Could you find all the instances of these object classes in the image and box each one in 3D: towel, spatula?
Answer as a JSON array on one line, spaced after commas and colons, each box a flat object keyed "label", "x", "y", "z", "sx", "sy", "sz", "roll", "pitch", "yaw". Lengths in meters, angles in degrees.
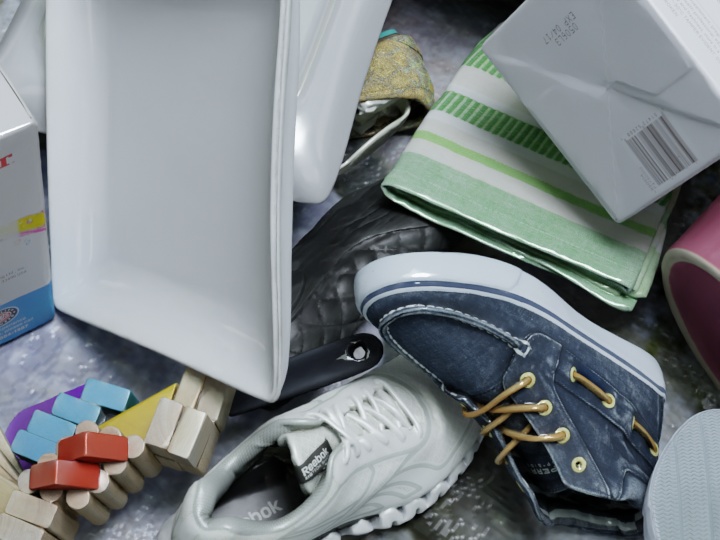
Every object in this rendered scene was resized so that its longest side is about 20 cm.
[{"label": "towel", "x": 0.115, "y": -0.071, "z": 0.876, "sx": 0.152, "sy": 0.023, "sz": 0.200, "roll": 25, "pitch": 45, "yaw": 7}, {"label": "spatula", "x": -0.084, "y": 0.068, "z": 0.756, "sx": 0.199, "sy": 0.021, "sz": 0.057, "roll": -18, "pitch": 68, "yaw": -3}]

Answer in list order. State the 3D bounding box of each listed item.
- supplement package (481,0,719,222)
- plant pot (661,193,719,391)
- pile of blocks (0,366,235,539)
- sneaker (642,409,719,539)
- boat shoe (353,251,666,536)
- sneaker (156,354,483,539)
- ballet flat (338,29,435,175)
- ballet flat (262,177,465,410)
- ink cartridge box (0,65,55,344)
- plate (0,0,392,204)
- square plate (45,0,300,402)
[{"label": "supplement package", "x": 0.186, "y": -0.140, "z": 0.783, "sx": 0.200, "sy": 0.121, "sz": 0.120, "roll": -38, "pitch": 89, "yaw": -29}, {"label": "plant pot", "x": 0.265, "y": -0.005, "z": 0.794, "sx": 0.178, "sy": 0.200, "sz": 0.200, "roll": -33, "pitch": 66, "yaw": -7}, {"label": "pile of blocks", "x": -0.151, "y": 0.094, "z": 0.706, "sx": 0.199, "sy": 0.062, "sz": 0.082, "roll": -34, "pitch": 73, "yaw": -8}, {"label": "sneaker", "x": 0.165, "y": 0.156, "z": 0.720, "sx": 0.073, "sy": 0.071, "sz": 0.201, "roll": 7, "pitch": 46, "yaw": 12}, {"label": "boat shoe", "x": 0.080, "y": 0.063, "z": 0.742, "sx": 0.200, "sy": 0.071, "sz": 0.091, "roll": 25, "pitch": 53, "yaw": -33}, {"label": "sneaker", "x": -0.008, "y": 0.091, "z": 0.748, "sx": 0.199, "sy": 0.081, "sz": 0.075, "roll": -32, "pitch": 65, "yaw": -26}, {"label": "ballet flat", "x": -0.043, "y": -0.075, "z": 0.860, "sx": 0.199, "sy": 0.071, "sz": 0.071, "roll": -24, "pitch": 64, "yaw": -21}, {"label": "ballet flat", "x": 0.000, "y": 0.000, "z": 0.834, "sx": 0.066, "sy": 0.057, "sz": 0.200, "roll": 23, "pitch": 48, "yaw": 39}, {"label": "ink cartridge box", "x": -0.234, "y": -0.046, "z": 0.729, "sx": 0.128, "sy": 0.200, "sz": 0.125, "roll": -26, "pitch": 64, "yaw": -23}, {"label": "plate", "x": -0.086, "y": -0.149, "z": 0.830, "sx": 0.199, "sy": 0.032, "sz": 0.201, "roll": 15, "pitch": 65, "yaw": 5}, {"label": "square plate", "x": -0.090, "y": -0.058, "z": 0.726, "sx": 0.028, "sy": 0.200, "sz": 0.199, "roll": -10, "pitch": 18, "yaw": -39}]
